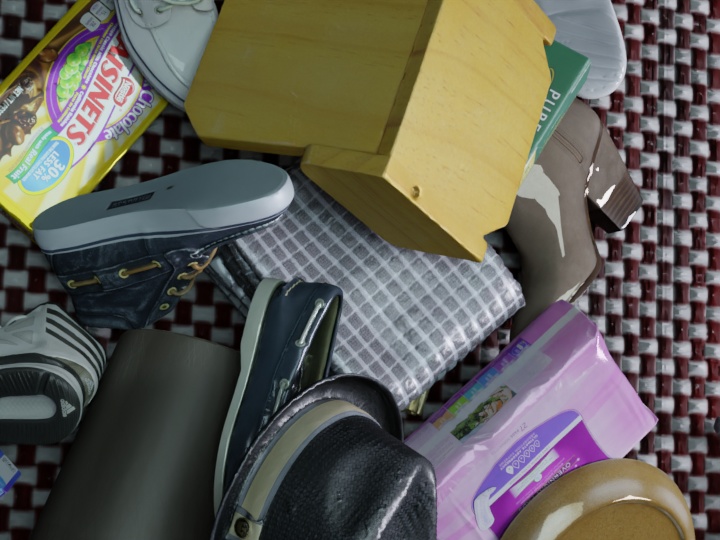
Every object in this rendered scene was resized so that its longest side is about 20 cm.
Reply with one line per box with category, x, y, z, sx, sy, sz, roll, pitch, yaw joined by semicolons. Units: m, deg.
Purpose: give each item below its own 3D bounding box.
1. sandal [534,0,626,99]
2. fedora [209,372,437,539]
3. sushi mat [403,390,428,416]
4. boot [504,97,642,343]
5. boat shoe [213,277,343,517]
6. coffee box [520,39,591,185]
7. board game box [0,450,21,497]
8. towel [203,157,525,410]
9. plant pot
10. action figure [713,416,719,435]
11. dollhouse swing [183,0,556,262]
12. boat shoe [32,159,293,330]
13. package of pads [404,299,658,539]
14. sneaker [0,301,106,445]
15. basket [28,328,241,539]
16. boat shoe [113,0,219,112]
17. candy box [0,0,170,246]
sandal;0.163;-0.229;1.294;0.079;0.059;0.207;-16;76;9
fedora;-0.008;0.172;1.024;0.200;0.091;0.201;-27;127;-42
sushi mat;0.034;0.006;1.244;0.095;0.012;0.200;21;76;-13
boot;0.131;-0.051;1.255;0.146;0.070;0.200;42;64;-10
boat shoe;-0.050;0.104;1.075;0.062;0.075;0.201;4;73;21
coffee box;0.062;-0.153;1.224;0.200;0.044;0.123;28;73;10
board game box;-0.344;0.150;1.041;0.200;0.045;0.135;-39;96;7
towel;0.000;0.000;1.178;0.166;0.086;0.200;-40;85;-18
plant pot;0.180;0.240;1.206;0.200;0.027;0.201;-11;114;-26
action figure;0.381;0.210;1.287;0.193;0.105;0.201;3;79;-8
dollhouse swing;0.007;-0.129;1.159;0.182;0.175;0.200;38;62;-44
boat shoe;-0.127;-0.016;1.116;0.071;0.200;0.091;-63;138;-53
package of pads;0.119;0.132;1.191;0.200;0.076;0.121;-43;122;-7
sneaker;-0.272;0.071;1.112;0.200;0.115;0.076;3;112;11
basket;-0.141;0.152;1.103;0.180;0.136;0.201;33;64;-46
boat shoe;-0.146;-0.208;1.154;0.073;0.067;0.200;-30;100;-21
candy box;-0.208;-0.124;1.176;0.102;0.026;0.200;42;72;-13
